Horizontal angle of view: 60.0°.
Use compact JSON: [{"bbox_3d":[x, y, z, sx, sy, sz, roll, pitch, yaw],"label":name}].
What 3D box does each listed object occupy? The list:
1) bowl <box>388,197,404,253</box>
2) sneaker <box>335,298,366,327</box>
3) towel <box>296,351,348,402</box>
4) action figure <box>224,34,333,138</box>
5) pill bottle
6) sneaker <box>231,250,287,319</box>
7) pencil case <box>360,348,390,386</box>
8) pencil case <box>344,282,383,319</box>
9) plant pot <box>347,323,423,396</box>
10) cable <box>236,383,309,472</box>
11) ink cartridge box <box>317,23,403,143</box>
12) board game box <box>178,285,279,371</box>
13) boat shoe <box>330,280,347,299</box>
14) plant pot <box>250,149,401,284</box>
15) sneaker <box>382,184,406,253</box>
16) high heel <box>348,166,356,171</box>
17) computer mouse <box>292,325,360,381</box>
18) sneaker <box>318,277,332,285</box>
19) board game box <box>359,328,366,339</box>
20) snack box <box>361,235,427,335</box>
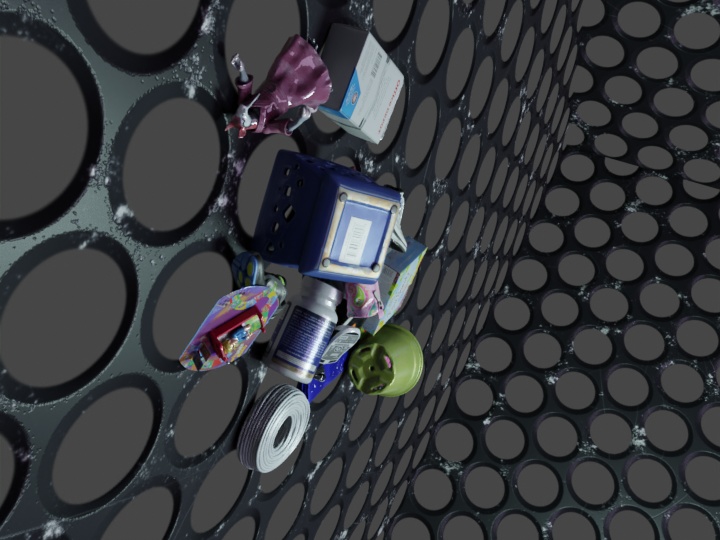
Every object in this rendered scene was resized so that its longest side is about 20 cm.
[{"bbox_3d":[0.018,-0.093,1.471,0.199,0.074,0.203,-15,124,-63],"label":"bowl"},{"bbox_3d":[-0.035,0.125,1.437,0.089,0.071,0.200,19,123,-43],"label":"sneaker"},{"bbox_3d":[-0.087,0.231,1.547,0.200,0.049,0.150,-40,145,-49],"label":"towel"},{"bbox_3d":[-0.140,-0.274,0.971,0.200,0.135,0.148,-44,-168,-21],"label":"action figure"},{"bbox_3d":[-0.116,0.121,1.301,0.203,0.114,0.116,-66,157,-6],"label":"pill bottle"},{"bbox_3d":[-0.175,0.022,1.118,0.082,0.071,0.201,-33,151,-15],"label":"sneaker"},{"bbox_3d":[0.054,0.285,1.869,0.200,0.089,0.095,56,21,-61],"label":"pencil case"},{"bbox_3d":[0.000,0.000,1.287,0.087,0.086,0.204,-27,111,-57],"label":"pencil case"},{"bbox_3d":[0.052,0.250,1.663,0.204,0.197,0.184,-71,163,6],"label":"plant pot"},{"bbox_3d":[-0.192,0.353,1.391,0.201,0.068,0.201,-57,155,-27],"label":"cable"},{"bbox_3d":[-0.005,-0.347,1.181,0.149,0.085,0.200,-69,159,2],"label":"ink cartridge box"},{"bbox_3d":[-0.213,0.115,1.075,0.201,0.039,0.157,-52,152,18],"label":"board game box"},{"bbox_3d":[-0.056,-0.031,1.338,0.072,0.068,0.202,-40,117,-30],"label":"boat shoe"},{"bbox_3d":[-0.051,-0.084,1.104,0.198,0.179,0.204,9,102,-41],"label":"plant pot"},{"bbox_3d":[0.079,-0.119,1.399,0.117,0.075,0.200,-63,154,-9],"label":"sneaker"},{"bbox_3d":[-0.063,-0.171,1.263,0.199,0.066,0.098,-5,93,-65],"label":"high heel"},{"bbox_3d":[-0.073,0.176,1.382,0.109,0.044,0.200,12,130,-43],"label":"computer mouse"},{"bbox_3d":[-0.063,0.067,1.466,0.087,0.074,0.202,-33,143,-17],"label":"sneaker"},{"bbox_3d":[0.007,0.073,1.625,0.102,0.047,0.202,-49,150,-38],"label":"board game box"},{"bbox_3d":[0.075,0.037,1.547,0.168,0.067,0.202,-40,155,-53],"label":"snack box"}]
